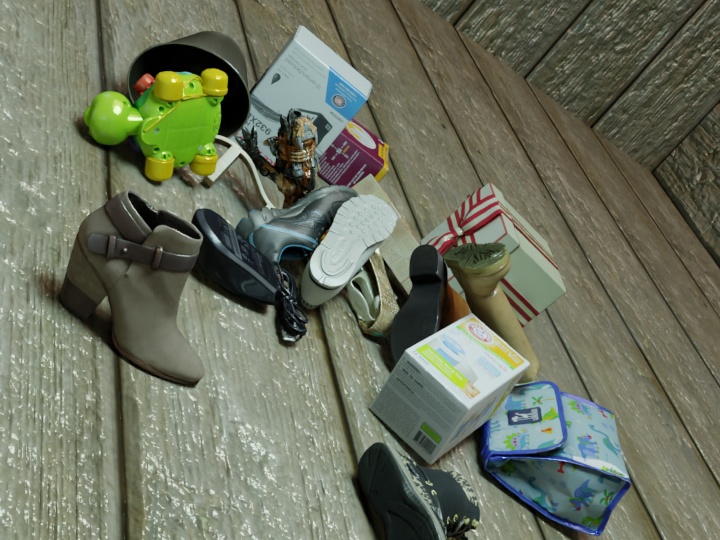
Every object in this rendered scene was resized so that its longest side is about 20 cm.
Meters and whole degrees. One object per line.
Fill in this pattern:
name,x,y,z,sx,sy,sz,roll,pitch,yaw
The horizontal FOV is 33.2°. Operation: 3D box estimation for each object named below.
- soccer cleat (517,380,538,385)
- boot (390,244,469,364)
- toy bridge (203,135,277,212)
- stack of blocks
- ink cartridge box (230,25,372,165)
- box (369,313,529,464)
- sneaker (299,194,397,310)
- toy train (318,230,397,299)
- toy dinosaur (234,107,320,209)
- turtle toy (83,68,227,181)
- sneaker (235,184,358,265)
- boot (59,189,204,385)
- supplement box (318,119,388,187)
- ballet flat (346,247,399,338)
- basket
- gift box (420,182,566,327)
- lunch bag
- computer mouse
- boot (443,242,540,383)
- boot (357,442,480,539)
soccer cleat,0.212,0.179,1.808,0.198,0.066,0.083,22,-1,-33
boot,0.104,0.089,1.730,0.200,0.067,0.191,57,32,-56
toy bridge,-0.193,-0.148,1.684,0.200,0.067,0.027,43,-20,-1
stack of blocks,0.057,-0.042,1.877,0.201,0.058,0.115,57,4,17
ink cartridge box,-0.100,-0.245,1.846,0.144,0.200,0.084,37,24,-12
box,0.119,0.149,1.567,0.112,0.102,0.199,41,29,17
sneaker,-0.021,-0.028,1.637,0.076,0.081,0.200,37,49,8
toy train,-0.013,-0.040,1.810,0.201,0.056,0.150,51,23,21
toy dinosaur,-0.105,-0.147,1.696,0.101,0.201,0.136,-8,47,-41
turtle toy,-0.265,-0.200,1.585,0.198,0.148,0.101,-12,32,-45
sneaker,-0.077,-0.055,1.656,0.198,0.073,0.082,-23,72,-32
boot,-0.208,0.016,1.240,0.199,0.147,0.071,34,21,-21
supplement box,-0.052,-0.218,2.033,0.199,0.086,0.111,36,23,-16
ballet flat,0.000,0.000,1.693,0.065,0.070,0.202,-5,66,-49
basket,-0.234,-0.280,1.776,0.178,0.138,0.200,19,20,-3
gift box,0.200,-0.017,1.983,0.186,0.184,0.201,41,16,-28
lunch bag,0.259,0.245,1.670,0.197,0.129,0.171,20,26,-6
computer mouse,-0.150,0.004,1.505,0.200,0.053,0.139,44,16,-31
boot,0.197,0.062,1.653,0.202,0.066,0.175,64,-7,-11
boot,0.090,0.290,1.349,0.153,0.073,0.205,24,29,-45
